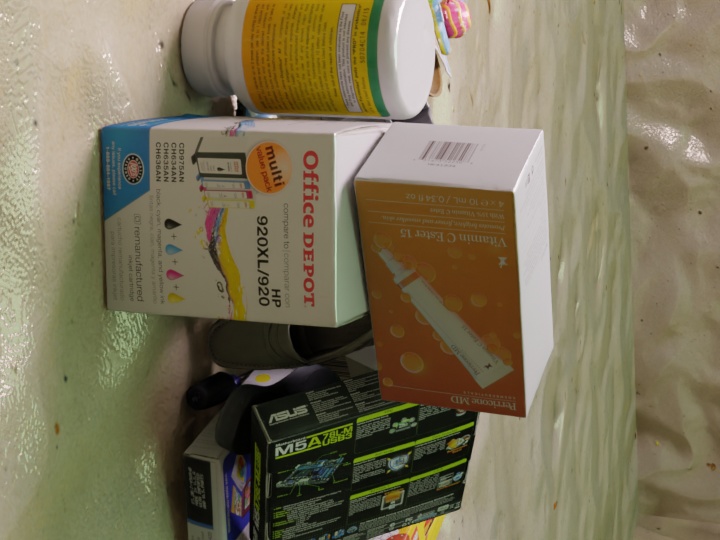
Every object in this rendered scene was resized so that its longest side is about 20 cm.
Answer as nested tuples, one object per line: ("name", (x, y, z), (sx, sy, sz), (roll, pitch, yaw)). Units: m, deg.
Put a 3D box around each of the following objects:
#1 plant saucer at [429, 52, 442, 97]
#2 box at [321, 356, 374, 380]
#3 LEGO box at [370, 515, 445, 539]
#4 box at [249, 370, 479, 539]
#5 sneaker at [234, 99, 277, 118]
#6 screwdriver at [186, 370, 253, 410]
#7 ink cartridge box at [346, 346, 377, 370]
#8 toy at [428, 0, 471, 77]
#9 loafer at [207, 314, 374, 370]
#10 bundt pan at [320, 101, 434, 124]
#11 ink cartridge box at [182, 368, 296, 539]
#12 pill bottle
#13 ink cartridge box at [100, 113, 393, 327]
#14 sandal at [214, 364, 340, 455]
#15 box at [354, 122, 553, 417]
("plant saucer", (0.020, -0.257, 1.336), (0.201, 0.035, 0.201), (53, 22, -33))
("box", (-0.002, 0.030, 1.424), (0.201, 0.108, 0.129), (-66, 152, -42))
("LEGO box", (0.010, 0.246, 1.438), (0.201, 0.147, 0.078), (-60, 148, -51))
("box", (0.003, 0.164, 1.158), (0.195, 0.198, 0.048), (93, -25, -44))
("sneaker", (-0.070, -0.080, 1.198), (0.072, 0.072, 0.202), (113, -37, -66))
("screwdriver", (-0.110, 0.102, 1.264), (0.029, 0.028, 0.200), (-59, 166, 13))
("ink cartridge box", (0.000, 0.000, 1.280), (0.083, 0.198, 0.148), (-53, -166, 52))
("toy", (0.086, -0.273, 1.377), (0.200, 0.047, 0.117), (2, 75, -78))
("loafer", (-0.054, 0.049, 1.165), (0.070, 0.198, 0.071), (-22, 96, -65))
("bundt pan", (0.001, -0.187, 1.370), (0.202, 0.075, 0.203), (53, 22, -32))
("ink cartridge box", (-0.098, 0.199, 1.250), (0.200, 0.046, 0.200), (-51, 145, -56))
("pill bottle", (-0.046, -0.187, 1.136), (0.113, 0.198, 0.114), (4, 90, -69))
("ink cartridge box", (-0.082, -0.044, 1.062), (0.144, 0.198, 0.149), (-23, 115, -67))
("sandal", (-0.063, 0.130, 1.175), (0.200, 0.042, 0.077), (-11, 121, -67))
("box", (0.076, -0.001, 1.036), (0.098, 0.123, 0.202), (-58, 147, -52))
